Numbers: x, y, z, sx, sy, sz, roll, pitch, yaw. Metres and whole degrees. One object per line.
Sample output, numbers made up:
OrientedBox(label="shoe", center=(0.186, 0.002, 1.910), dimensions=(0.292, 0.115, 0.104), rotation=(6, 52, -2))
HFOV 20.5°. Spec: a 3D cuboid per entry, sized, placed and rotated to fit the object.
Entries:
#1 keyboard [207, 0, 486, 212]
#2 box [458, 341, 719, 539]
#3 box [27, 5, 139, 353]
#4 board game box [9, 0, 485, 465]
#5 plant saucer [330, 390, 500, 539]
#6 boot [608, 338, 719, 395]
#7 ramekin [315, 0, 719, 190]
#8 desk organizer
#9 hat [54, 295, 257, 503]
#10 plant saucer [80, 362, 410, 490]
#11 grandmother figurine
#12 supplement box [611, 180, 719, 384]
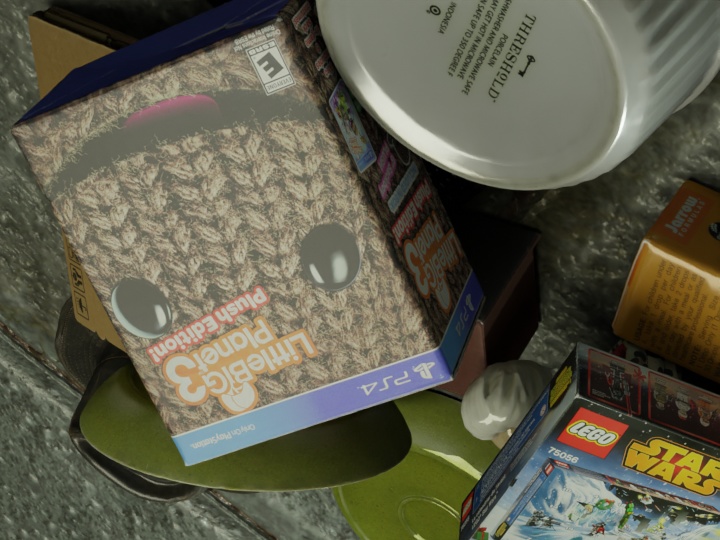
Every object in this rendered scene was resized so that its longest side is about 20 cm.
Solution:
OrientedBox(label="keyboard", center=(-0.011, -0.105, 1.052), dimensions=(0.200, 0.040, 0.104), rotation=(40, 148, -6))
OrientedBox(label="box", center=(0.166, 0.123, 0.996), dimensions=(0.199, 0.040, 0.137), rotation=(21, 132, -12))
OrientedBox(label="box", center=(-0.134, -0.040, 1.146), dimensions=(0.163, 0.021, 0.201), rotation=(26, 128, 51))
OrientedBox(label="board game box", center=(-0.053, -0.027, 1.010), dimensions=(0.159, 0.097, 0.201), rotation=(-20, 108, 22))
OrientedBox(label="plant saucer", center=(0.055, 0.158, 1.302), dimensions=(0.199, 0.031, 0.201), rotation=(23, 143, 19))
OrientedBox(label="boot", center=(0.181, 0.120, 1.066), dimensions=(0.153, 0.074, 0.204), rotation=(12, 132, -8))
OrientedBox(label="ramekin", center=(0.069, -0.127, 0.918), dimensions=(0.201, 0.094, 0.203), rotation=(23, 142, 19))
OrientedBox(label="desk organizer", center=(0.000, 0.000, 1.138), dimensions=(0.199, 0.072, 0.077), rotation=(19, 143, 23))
OrientedBox(label="hat", center=(-0.143, 0.108, 1.367), dimensions=(0.200, 0.081, 0.201), rotation=(23, 143, 19))
OrientedBox(label="plant saucer", center=(-0.067, 0.081, 1.193), dimensions=(0.199, 0.200, 0.031), rotation=(13, 108, 29))
OrientedBox(label="grandmother figurine", center=(0.131, 0.109, 1.108), dimensions=(0.121, 0.061, 0.200), rotation=(-42, 126, 17))
OrientedBox(label="supplement box", center=(0.229, 0.032, 0.978), dimensions=(0.199, 0.067, 0.069), rotation=(23, 131, 16))
